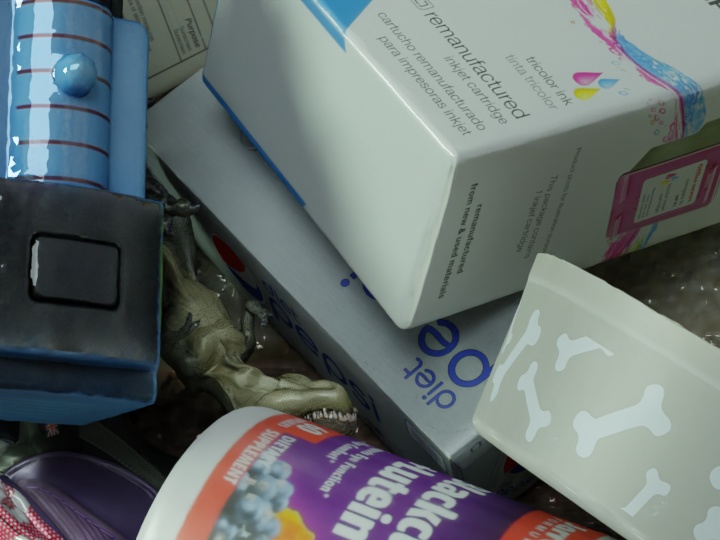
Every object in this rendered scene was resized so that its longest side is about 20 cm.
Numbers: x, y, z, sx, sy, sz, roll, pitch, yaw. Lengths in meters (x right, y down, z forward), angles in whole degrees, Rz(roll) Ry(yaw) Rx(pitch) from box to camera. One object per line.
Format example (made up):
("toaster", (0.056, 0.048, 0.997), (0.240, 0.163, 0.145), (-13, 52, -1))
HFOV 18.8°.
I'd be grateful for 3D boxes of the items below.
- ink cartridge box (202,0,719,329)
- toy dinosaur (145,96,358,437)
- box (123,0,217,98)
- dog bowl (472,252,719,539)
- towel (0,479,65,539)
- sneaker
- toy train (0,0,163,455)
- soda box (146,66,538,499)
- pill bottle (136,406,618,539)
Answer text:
("ink cartridge box", (0.066, -0.079, 0.787), (0.199, 0.085, 0.145), (-17, 52, -31))
("toy dinosaur", (-0.077, -0.007, 0.800), (0.047, 0.088, 0.200), (-27, 47, -24))
("box", (-0.155, -0.085, 0.837), (0.199, 0.095, 0.078), (-29, 18, -27))
("dog bowl", (0.120, 0.074, 0.667), (0.200, 0.200, 0.059), (33, 88, 27))
("towel", (-0.086, 0.179, 0.674), (0.200, 0.030, 0.147), (38, 105, 26))
("sneaker", (-0.130, 0.052, 0.814), (0.087, 0.076, 0.200), (-30, 60, -25))
("toy train", (-0.117, -0.038, 0.736), (0.114, 0.086, 0.201), (-17, 68, 54))
("soda box", (0.000, 0.000, 0.810), (0.068, 0.064, 0.200), (-37, 59, -12))
("pill bottle", (0.031, 0.126, 0.697), (0.199, 0.112, 0.112), (19, 64, 22))
